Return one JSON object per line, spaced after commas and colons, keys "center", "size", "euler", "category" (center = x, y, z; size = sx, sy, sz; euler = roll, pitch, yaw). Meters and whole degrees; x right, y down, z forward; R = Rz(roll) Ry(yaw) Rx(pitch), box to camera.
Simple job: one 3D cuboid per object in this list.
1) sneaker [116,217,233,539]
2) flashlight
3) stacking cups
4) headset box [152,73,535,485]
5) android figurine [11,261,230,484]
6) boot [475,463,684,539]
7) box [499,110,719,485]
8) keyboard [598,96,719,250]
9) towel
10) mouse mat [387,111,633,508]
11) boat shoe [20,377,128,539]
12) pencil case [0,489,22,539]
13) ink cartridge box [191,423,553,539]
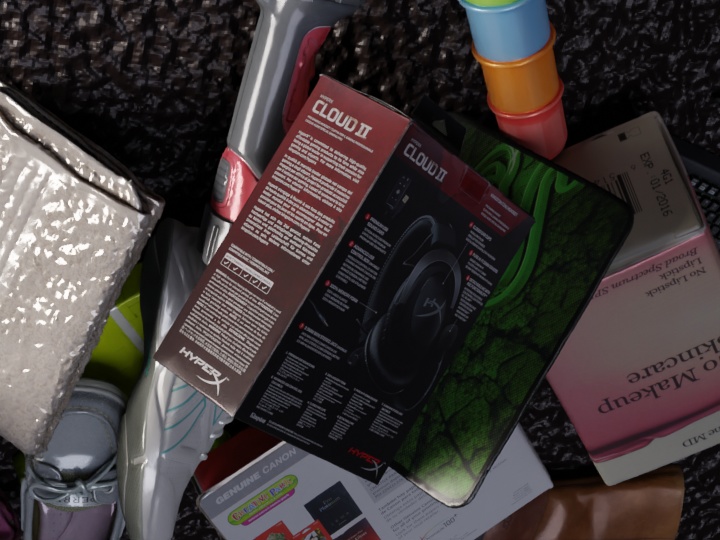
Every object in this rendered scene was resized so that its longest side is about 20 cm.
{"center": [-0.098, 0.074, 1.079], "size": [0.080, 0.070, 0.202], "euler": [8, 97, -23], "category": "sneaker"}
{"center": [-0.037, -0.095, 1.012], "size": [0.067, 0.068, 0.202], "euler": [21, 104, 14], "category": "flashlight"}
{"center": [0.084, -0.152, 1.036], "size": [0.060, 0.061, 0.201], "euler": [-18, 133, 0], "category": "stacking cups"}
{"center": [0.000, 0.000, 0.997], "size": [0.149, 0.077, 0.201], "euler": [31, 89, -52], "category": "headset box"}
{"center": [-0.150, 0.069, 1.149], "size": [0.199, 0.041, 0.183], "euler": [-26, 127, 9], "category": "android figurine"}
{"center": [0.128, 0.219, 1.328], "size": [0.198, 0.069, 0.190], "euler": [0, 119, -22], "category": "boot"}
{"center": [0.169, 0.022, 1.125], "size": [0.127, 0.110, 0.200], "euler": [-24, 136, 10], "category": "box"}
{"center": [0.234, -0.054, 1.161], "size": [0.199, 0.021, 0.128], "euler": [20, 119, -27], "category": "keyboard"}
{"center": [-0.202, 0.002, 1.044], "size": [0.132, 0.034, 0.201], "euler": [34, 118, 11], "category": "towel"}
{"center": [0.054, 0.019, 1.053], "size": [0.008, 0.160, 0.201], "euler": [30, 91, -52], "category": "mouse mat"}
{"center": [-0.181, 0.155, 1.144], "size": [0.074, 0.065, 0.203], "euler": [6, 126, -14], "category": "boat shoe"}
{"center": [-0.314, 0.204, 1.184], "size": [0.200, 0.087, 0.083], "euler": [-39, 90, 16], "category": "pencil case"}
{"center": [0.000, 0.121, 1.168], "size": [0.199, 0.084, 0.176], "euler": [-33, 131, -2], "category": "ink cartridge box"}
